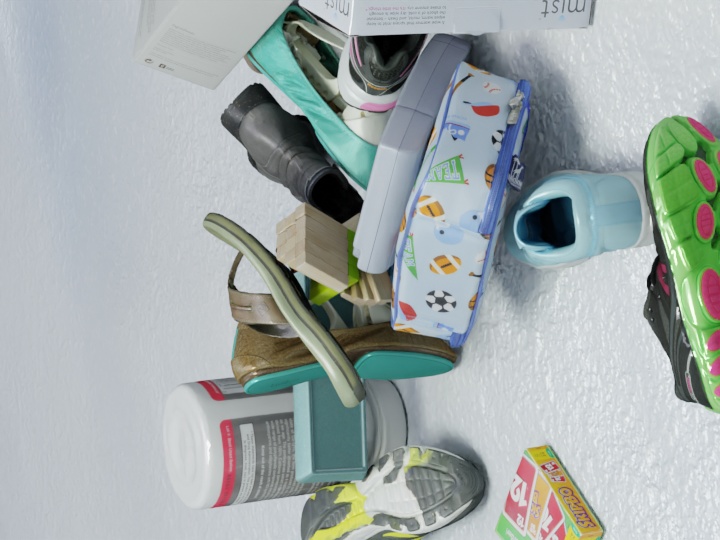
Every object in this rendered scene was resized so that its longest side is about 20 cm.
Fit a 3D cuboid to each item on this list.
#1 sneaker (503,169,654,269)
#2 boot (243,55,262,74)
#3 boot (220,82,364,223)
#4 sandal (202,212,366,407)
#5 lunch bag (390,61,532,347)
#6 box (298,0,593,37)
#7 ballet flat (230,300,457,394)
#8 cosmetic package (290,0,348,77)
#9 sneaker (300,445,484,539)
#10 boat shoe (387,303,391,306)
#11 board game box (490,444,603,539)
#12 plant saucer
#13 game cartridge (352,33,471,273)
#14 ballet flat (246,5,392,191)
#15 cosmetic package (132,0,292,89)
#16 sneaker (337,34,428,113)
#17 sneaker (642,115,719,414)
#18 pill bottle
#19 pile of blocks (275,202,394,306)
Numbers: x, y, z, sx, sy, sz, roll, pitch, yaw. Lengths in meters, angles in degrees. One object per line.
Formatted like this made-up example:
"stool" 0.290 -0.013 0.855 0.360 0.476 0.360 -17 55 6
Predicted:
"sneaker" 0.138 -0.039 1.473 0.200 0.082 0.074 160 104 -66
"boot" -0.072 -0.216 1.894 0.146 0.070 0.201 140 123 -65
"boot" -0.042 -0.080 1.779 0.070 0.200 0.132 -47 68 7
"sandal" -0.070 0.032 1.590 0.201 0.057 0.080 53 -177 22
"lunch bag" 0.078 -0.054 1.536 0.200 0.075 0.161 104 -177 -46
"box" 0.070 -0.262 1.440 0.097 0.199 0.177 40 131 55
"ballet flat" -0.015 0.056 1.670 0.068 0.199 0.073 130 131 -60
"cosmetic package" -0.033 -0.257 1.741 0.200 0.052 0.151 49 140 17
"sneaker" 0.038 0.199 1.741 0.200 0.084 0.075 -21 67 41
"boat shoe" -0.011 0.023 1.807 0.200 0.074 0.069 -34 63 49
"board game box" 0.133 0.243 1.605 0.096 0.030 0.201 -122 34 -43
"plant saucer" -0.025 0.077 1.703 0.019 0.070 0.201 -8 82 57
"game cartridge" 0.043 -0.101 1.590 0.200 0.040 0.134 -64 -13 -55
"ballet flat" -0.017 -0.146 1.702 0.200 0.067 0.070 48 128 12
"cosmetic package" -0.113 -0.250 1.695 0.200 0.085 0.108 -37 40 53
"sneaker" 0.036 -0.228 1.599 0.086 0.080 0.201 130 147 -73
"sneaker" 0.213 -0.003 1.339 0.084 0.076 0.201 -17 78 59
"pill bottle" -0.065 0.144 1.786 0.111 0.199 0.111 19 112 62
"pile of blocks" 0.000 0.000 1.621 0.062 0.200 0.082 -32 68 36
